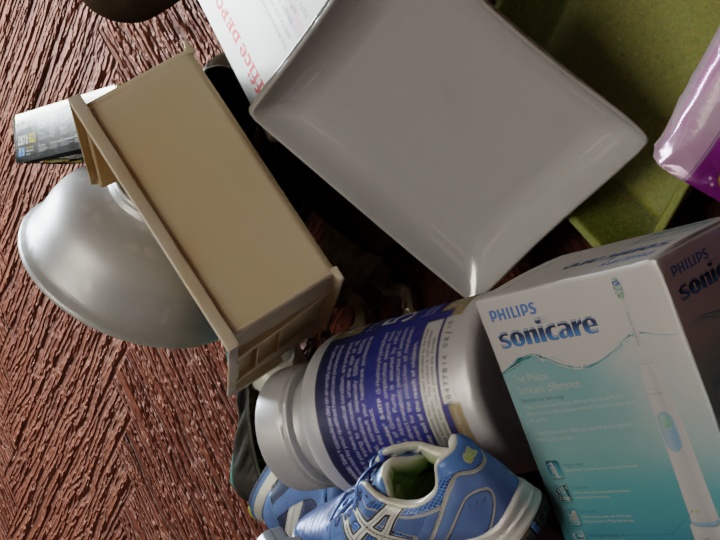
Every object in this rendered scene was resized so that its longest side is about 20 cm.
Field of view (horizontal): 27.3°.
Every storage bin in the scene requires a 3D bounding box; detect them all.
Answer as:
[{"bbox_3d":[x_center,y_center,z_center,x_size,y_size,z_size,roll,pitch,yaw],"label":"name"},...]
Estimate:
[{"bbox_3d":[-0.110,-0.030,1.063,0.200,0.094,0.199,56,167,9],"label":"storage bin"}]

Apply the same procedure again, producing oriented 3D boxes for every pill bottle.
[{"bbox_3d":[0.030,0.091,1.005,0.200,0.120,0.120,-16,80,37],"label":"pill bottle"}]

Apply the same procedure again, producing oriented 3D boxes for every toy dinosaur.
[{"bbox_3d":[0.000,0.000,1.122,0.200,0.058,0.101,-45,58,45],"label":"toy dinosaur"}]

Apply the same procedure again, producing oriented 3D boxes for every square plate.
[{"bbox_3d":[0.050,-0.095,0.922,0.200,0.028,0.198,40,137,-3],"label":"square plate"}]

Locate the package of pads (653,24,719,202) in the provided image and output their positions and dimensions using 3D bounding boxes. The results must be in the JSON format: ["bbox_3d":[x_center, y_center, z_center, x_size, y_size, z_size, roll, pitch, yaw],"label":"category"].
[{"bbox_3d":[0.242,-0.113,0.741,0.120,0.076,0.200,29,122,9],"label":"package of pads"}]

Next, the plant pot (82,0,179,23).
[{"bbox_3d":[-0.183,-0.301,1.260,0.200,0.186,0.187,128,128,-60],"label":"plant pot"}]

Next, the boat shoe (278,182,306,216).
[{"bbox_3d":[-0.055,-0.090,1.172,0.068,0.073,0.200,61,138,30],"label":"boat shoe"}]

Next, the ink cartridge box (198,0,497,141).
[{"bbox_3d":[0.007,-0.206,1.020,0.200,0.144,0.148,-52,53,42],"label":"ink cartridge box"}]

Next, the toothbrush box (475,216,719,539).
[{"bbox_3d":[0.171,0.083,0.842,0.146,0.085,0.201,-17,97,52],"label":"toothbrush box"}]

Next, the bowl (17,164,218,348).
[{"bbox_3d":[-0.175,-0.034,1.236,0.201,0.201,0.091,52,128,36],"label":"bowl"}]

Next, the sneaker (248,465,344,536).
[{"bbox_3d":[-0.017,0.144,1.152,0.082,0.074,0.200,46,130,30],"label":"sneaker"}]

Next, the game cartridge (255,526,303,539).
[{"bbox_3d":[-0.019,0.275,0.930,0.133,0.041,0.201,-131,27,-65],"label":"game cartridge"}]

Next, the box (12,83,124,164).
[{"bbox_3d":[-0.182,-0.122,1.265,0.200,0.159,0.050,-4,88,54],"label":"box"}]

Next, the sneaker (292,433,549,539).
[{"bbox_3d":[0.024,0.143,0.921,0.200,0.076,0.077,-22,117,43],"label":"sneaker"}]

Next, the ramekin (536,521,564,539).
[{"bbox_3d":[0.079,0.250,1.012,0.202,0.094,0.203,6,97,52],"label":"ramekin"}]

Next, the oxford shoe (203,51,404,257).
[{"bbox_3d":[-0.045,-0.080,1.073,0.200,0.084,0.073,45,126,12],"label":"oxford shoe"}]

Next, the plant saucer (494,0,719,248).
[{"bbox_3d":[0.163,-0.131,0.902,0.200,0.048,0.200,52,132,37],"label":"plant saucer"}]

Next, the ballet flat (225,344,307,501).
[{"bbox_3d":[-0.070,0.105,1.226,0.068,0.068,0.201,19,119,40],"label":"ballet flat"}]
